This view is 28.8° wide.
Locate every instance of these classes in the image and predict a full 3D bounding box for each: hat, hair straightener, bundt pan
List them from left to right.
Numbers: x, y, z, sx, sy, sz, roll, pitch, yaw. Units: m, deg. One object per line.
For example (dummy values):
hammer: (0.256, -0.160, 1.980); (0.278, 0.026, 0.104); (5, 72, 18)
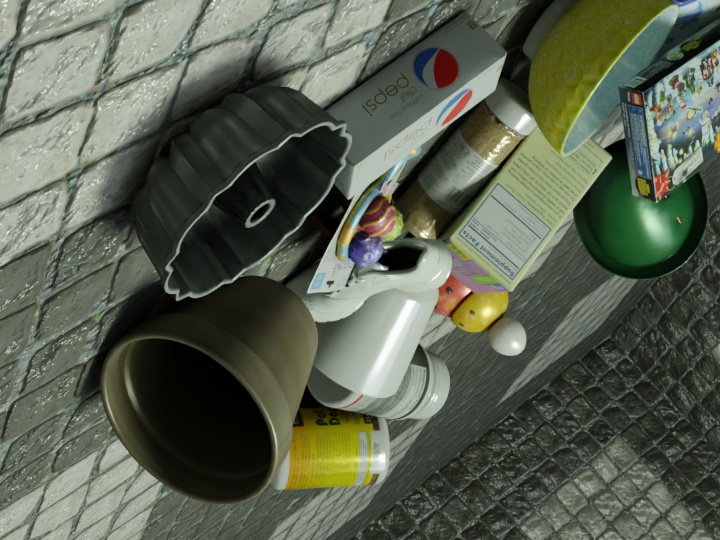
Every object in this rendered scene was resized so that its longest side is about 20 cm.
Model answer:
bundt pan: (-0.104, -0.073, 1.143); (0.201, 0.076, 0.202); (-39, 164, -13)
hair straightener: (0.009, -0.059, 1.538); (0.077, 0.041, 0.200); (-45, 160, 7)
hat: (0.309, -0.099, 1.629); (0.164, 0.203, 0.176); (-20, 167, 17)

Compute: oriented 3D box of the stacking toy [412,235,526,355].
stacking toy: (0.147, 0.029, 1.836); (0.146, 0.200, 0.146); (-39, 165, -13)

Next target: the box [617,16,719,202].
box: (0.372, -0.185, 1.564); (0.199, 0.040, 0.138); (-35, 127, -27)

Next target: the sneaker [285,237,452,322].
sneaker: (0.000, 0.000, 1.555); (0.198, 0.075, 0.087); (-19, 163, 12)

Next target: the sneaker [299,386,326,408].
sneaker: (-0.001, 0.158, 2.011); (0.199, 0.083, 0.072); (-36, -156, 0)

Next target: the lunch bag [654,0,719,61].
lunch bag: (0.390, -0.332, 1.622); (0.200, 0.127, 0.170); (-49, 168, -19)

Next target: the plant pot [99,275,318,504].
plant pot: (-0.130, 0.098, 1.387); (0.174, 0.199, 0.201); (-51, 176, -47)

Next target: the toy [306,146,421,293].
toy: (0.021, -0.060, 1.446); (0.202, 0.047, 0.115); (-66, 163, 9)

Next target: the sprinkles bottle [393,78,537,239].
sprinkles bottle: (0.121, -0.125, 1.604); (0.200, 0.068, 0.068); (-49, 164, 23)

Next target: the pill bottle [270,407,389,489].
pill bottle: (-0.066, 0.245, 1.932); (0.197, 0.111, 0.110); (-1, 150, -16)

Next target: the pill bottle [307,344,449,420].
pill bottle: (0.027, 0.139, 1.885); (0.114, 0.114, 0.199); (-48, 144, 19)

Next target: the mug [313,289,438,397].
mug: (0.013, 0.036, 1.705); (0.148, 0.187, 0.154); (17, 117, -32)

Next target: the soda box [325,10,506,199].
soda box: (0.045, -0.157, 1.325); (0.199, 0.064, 0.068); (-38, 165, -20)

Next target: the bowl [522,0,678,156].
bowl: (0.240, -0.235, 1.516); (0.200, 0.107, 0.200); (-47, 167, -14)

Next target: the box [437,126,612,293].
box: (0.182, -0.080, 1.671); (0.201, 0.096, 0.176); (-51, -174, -7)
